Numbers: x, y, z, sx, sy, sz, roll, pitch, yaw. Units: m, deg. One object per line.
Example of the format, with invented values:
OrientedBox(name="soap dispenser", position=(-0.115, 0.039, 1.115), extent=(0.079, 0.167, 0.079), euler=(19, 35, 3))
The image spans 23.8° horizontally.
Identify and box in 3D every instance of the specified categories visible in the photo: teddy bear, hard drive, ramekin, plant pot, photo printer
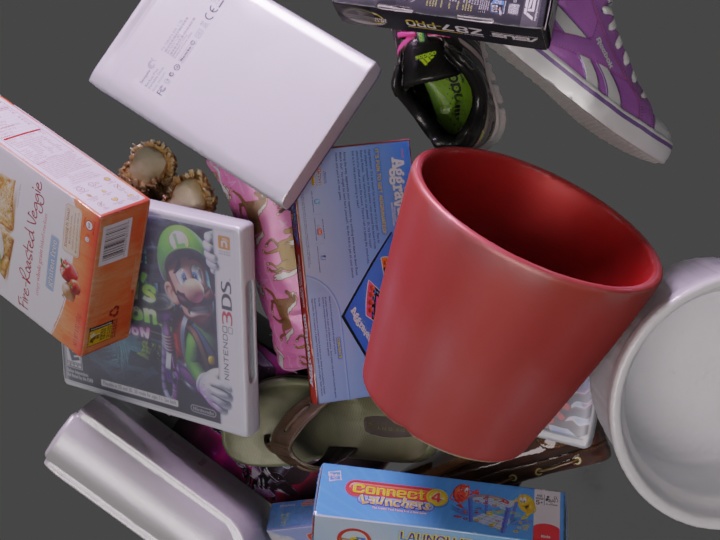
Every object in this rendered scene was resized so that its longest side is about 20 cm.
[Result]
OrientedBox(name="teddy bear", position=(-0.169, -0.015, 1.440), extent=(0.144, 0.067, 0.201), euler=(18, 119, 30))
OrientedBox(name="hard drive", position=(-0.100, -0.153, 1.343), extent=(0.200, 0.025, 0.132), euler=(33, 87, 20))
OrientedBox(name="ramekin", position=(0.272, 0.086, 1.305), extent=(0.199, 0.098, 0.202), euler=(-3, 106, -10))
OrientedBox(name="plant pot", position=(0.098, 0.031, 1.277), extent=(0.200, 0.200, 0.178), euler=(27, 115, 5))
OrientedBox(name="photo printer", position=(-0.163, 0.187, 1.468), extent=(0.200, 0.166, 0.070), euler=(36, 95, 2))

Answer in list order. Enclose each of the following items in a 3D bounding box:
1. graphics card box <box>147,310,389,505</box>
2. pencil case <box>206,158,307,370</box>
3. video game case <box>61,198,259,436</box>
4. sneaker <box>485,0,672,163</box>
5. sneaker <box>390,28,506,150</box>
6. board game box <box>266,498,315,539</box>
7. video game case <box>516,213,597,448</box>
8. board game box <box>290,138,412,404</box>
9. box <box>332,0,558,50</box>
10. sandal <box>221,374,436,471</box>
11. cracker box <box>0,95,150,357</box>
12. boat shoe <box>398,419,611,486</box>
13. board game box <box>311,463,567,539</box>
OrientedBox(name="graphics card box", position=(-0.071, 0.128, 1.481), extent=(0.200, 0.051, 0.126), euler=(38, 115, 2))
OrientedBox(name="pencil case", position=(-0.059, -0.016, 1.400), extent=(0.082, 0.086, 0.201), euler=(-11, 103, 35))
OrientedBox(name="video game case", position=(-0.170, 0.030, 1.401), extent=(0.199, 0.023, 0.183), euler=(13, 115, 31))
OrientedBox(name="sneaker", position=(0.183, -0.173, 1.287), extent=(0.200, 0.073, 0.114), euler=(38, 88, -19))
OrientedBox(name="sneaker", position=(0.055, -0.177, 1.312), extent=(0.073, 0.087, 0.201), euler=(-15, 104, 21))
OrientedBox(name="board game box", position=(0.024, 0.269, 1.473), extent=(0.151, 0.037, 0.201), euler=(-9, 128, 20))
OrientedBox(name="video game case", position=(0.106, 0.033, 1.376), extent=(0.199, 0.023, 0.183), euler=(12, 99, 19))
OrientedBox(name="board game box", position=(0.000, 0.000, 1.360), extent=(0.102, 0.019, 0.201), euler=(-7, 93, -19))
OrientedBox(name="box", position=(0.077, -0.270, 1.242), extent=(0.160, 0.049, 0.201), euler=(9, 80, 11))
OrientedBox(name="sandal", position=(-0.031, 0.130, 1.405), extent=(0.200, 0.057, 0.080), euler=(-5, 108, 28))
OrientedBox(name="cracker box", position=(-0.264, -0.040, 1.386), extent=(0.200, 0.058, 0.134), euler=(34, 127, 30))
OrientedBox(name="boat shoe", position=(0.112, 0.167, 1.428), extent=(0.199, 0.070, 0.071), euler=(-26, 95, 23))
OrientedBox(name="board game box", position=(0.057, 0.254, 1.390), extent=(0.199, 0.056, 0.196), euler=(7, 131, 2))
